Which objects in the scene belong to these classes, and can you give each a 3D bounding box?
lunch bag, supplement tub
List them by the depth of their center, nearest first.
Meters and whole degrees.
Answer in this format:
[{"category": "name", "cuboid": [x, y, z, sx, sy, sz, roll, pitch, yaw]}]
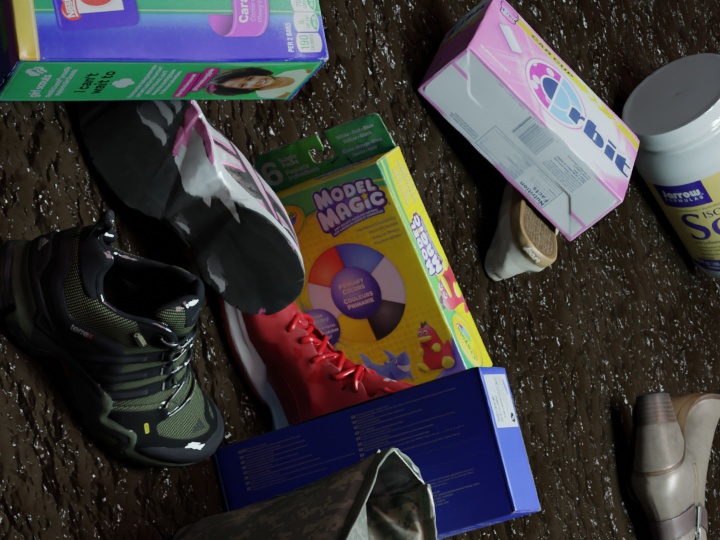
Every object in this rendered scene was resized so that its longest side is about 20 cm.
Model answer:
[{"category": "lunch bag", "cuboid": [-0.041, 0.207, 1.413, 0.118, 0.164, 0.200, 48, 35, -29]}, {"category": "supplement tub", "cuboid": [0.362, -0.105, 2.407, 0.200, 0.145, 0.146, 54, 31, -30]}]

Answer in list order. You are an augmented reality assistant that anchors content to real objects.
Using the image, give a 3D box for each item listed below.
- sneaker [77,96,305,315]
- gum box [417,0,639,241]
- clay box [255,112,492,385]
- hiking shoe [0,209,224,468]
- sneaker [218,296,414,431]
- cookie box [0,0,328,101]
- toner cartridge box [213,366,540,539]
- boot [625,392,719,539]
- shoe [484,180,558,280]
[{"category": "sneaker", "cuboid": [-0.110, -0.061, 1.559, 0.200, 0.080, 0.086, 56, 12, -10]}, {"category": "gum box", "cuboid": [0.151, -0.129, 2.042, 0.200, 0.066, 0.114, 44, 32, -12]}, {"category": "clay box", "cuboid": [0.000, 0.000, 1.681, 0.200, 0.115, 0.048, 65, 28, -10]}, {"category": "hiking shoe", "cuboid": [-0.128, 0.047, 1.422, 0.200, 0.101, 0.076, 49, 35, -38]}, {"category": "sneaker", "cuboid": [-0.014, 0.064, 1.611, 0.078, 0.115, 0.200, -30, 100, -63]}, {"category": "cookie box", "cuboid": [-0.136, -0.193, 1.480, 0.200, 0.075, 0.171, -3, 72, -23]}, {"category": "toner cartridge box", "cuboid": [0.008, 0.133, 1.515, 0.043, 0.200, 0.095, 8, 66, -62]}, {"category": "boot", "cuboid": [0.296, 0.187, 2.192, 0.200, 0.070, 0.146, 5, 76, -60]}, {"category": "shoe", "cuboid": [0.145, -0.053, 2.075, 0.070, 0.053, 0.200, 42, 29, -10]}]
